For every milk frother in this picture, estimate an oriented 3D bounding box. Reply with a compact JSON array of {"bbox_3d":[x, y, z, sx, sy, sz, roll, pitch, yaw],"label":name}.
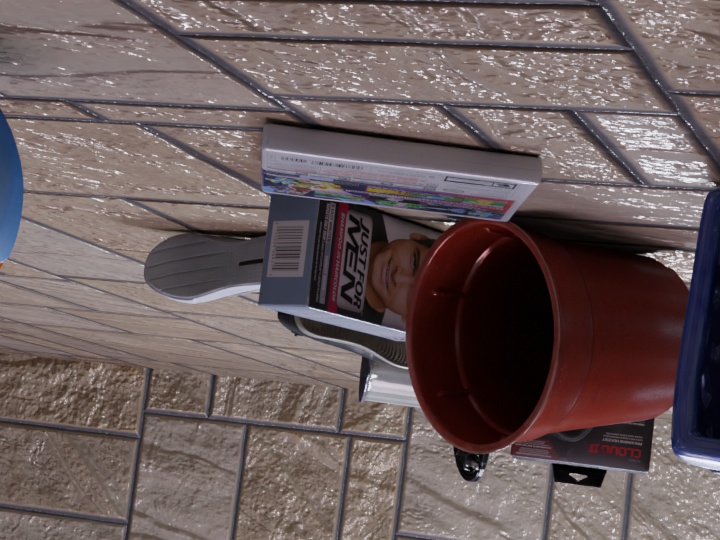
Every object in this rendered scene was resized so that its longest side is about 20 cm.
[{"bbox_3d":[0.089,0.169,2.540,0.187,0.201,0.181,8,177,-4],"label":"milk frother"}]

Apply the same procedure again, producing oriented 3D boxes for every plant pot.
[{"bbox_3d":[0.176,0.058,1.687,0.195,0.202,0.200,3,176,-37],"label":"plant pot"},{"bbox_3d":[0.341,0.064,1.406,0.199,0.201,0.180,6,166,16],"label":"plant pot"}]

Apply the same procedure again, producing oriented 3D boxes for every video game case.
[{"bbox_3d":[0.025,-0.071,1.444,0.199,0.023,0.182,7,172,-2],"label":"video game case"}]

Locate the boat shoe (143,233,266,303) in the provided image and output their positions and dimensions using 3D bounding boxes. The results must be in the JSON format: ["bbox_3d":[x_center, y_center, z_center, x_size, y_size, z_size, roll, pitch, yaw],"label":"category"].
[{"bbox_3d":[-0.128,0.001,1.955,0.199,0.072,0.062,-1,167,33],"label":"boat shoe"}]

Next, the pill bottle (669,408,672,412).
[{"bbox_3d":[0.399,0.112,2.133,0.199,0.113,0.112,8,173,0],"label":"pill bottle"}]

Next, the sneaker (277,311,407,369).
[{"bbox_3d":[0.001,0.068,2.380,0.199,0.075,0.106,19,174,-18],"label":"sneaker"}]

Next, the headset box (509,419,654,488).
[{"bbox_3d":[0.241,0.128,2.059,0.148,0.201,0.077,7,173,8],"label":"headset box"}]

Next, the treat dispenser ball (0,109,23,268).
[{"bbox_3d":[-0.314,-0.051,1.228,0.200,0.202,0.201,7,173,1],"label":"treat dispenser ball"}]

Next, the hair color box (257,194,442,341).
[{"bbox_3d":[0.000,0.000,1.707,0.060,0.099,0.200,0,170,38],"label":"hair color box"}]
